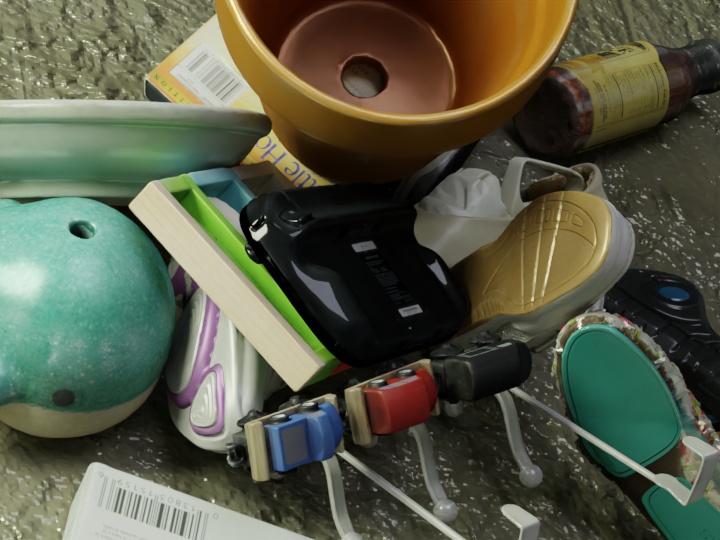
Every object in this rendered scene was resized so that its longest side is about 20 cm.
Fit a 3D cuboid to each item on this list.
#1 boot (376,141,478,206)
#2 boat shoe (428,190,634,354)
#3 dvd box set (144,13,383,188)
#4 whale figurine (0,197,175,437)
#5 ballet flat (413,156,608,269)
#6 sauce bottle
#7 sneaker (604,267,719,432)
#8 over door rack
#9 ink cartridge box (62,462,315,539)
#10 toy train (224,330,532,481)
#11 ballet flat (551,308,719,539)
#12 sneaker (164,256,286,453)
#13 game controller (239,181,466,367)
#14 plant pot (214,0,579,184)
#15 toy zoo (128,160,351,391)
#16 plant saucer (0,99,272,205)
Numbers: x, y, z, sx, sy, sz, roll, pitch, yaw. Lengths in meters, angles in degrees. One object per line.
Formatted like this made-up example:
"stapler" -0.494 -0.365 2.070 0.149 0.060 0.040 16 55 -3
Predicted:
"boot" 0.020 -0.139 1.471 0.153 0.074 0.204 30 48 4
"boat shoe" 0.109 0.009 1.276 0.069 0.200 0.071 20 69 -19
"dvd box set" -0.015 -0.130 1.394 0.146 0.029 0.200 41 70 10
"whale figurine" -0.191 0.006 1.160 0.199 0.104 0.159 17 39 -11
"ballet flat" 0.084 -0.038 1.405 0.199 0.070 0.070 -9 50 -43
"sauce bottle" 0.190 -0.127 1.582 0.200 0.066 0.066 -19 57 -46
"sneaker" 0.189 0.063 1.361 0.073 0.082 0.200 -5 28 -22
"over door rack" 0.064 0.111 1.183 0.147 0.067 0.200 -17 25 -39
"ink cartridge box" -0.057 0.194 1.075 0.199 0.044 0.174 21 39 -10
"toy train" 0.014 0.069 1.141 0.199 0.034 0.046 -17 15 -40
"ballet flat" 0.169 0.098 1.262 0.200 0.075 0.064 58 22 -17
"sneaker" -0.054 0.033 1.223 0.099 0.075 0.200 24 28 -17
"game controller" 0.000 0.000 1.215 0.105 0.042 0.200 62 20 6
"plant pot" 0.011 -0.139 1.285 0.199 0.183 0.201 3 70 -7
"toy zoo" -0.038 -0.003 1.218 0.131 0.020 0.200 48 18 9
"plant saucer" -0.148 -0.063 1.250 0.199 0.200 0.051 1 89 -31
